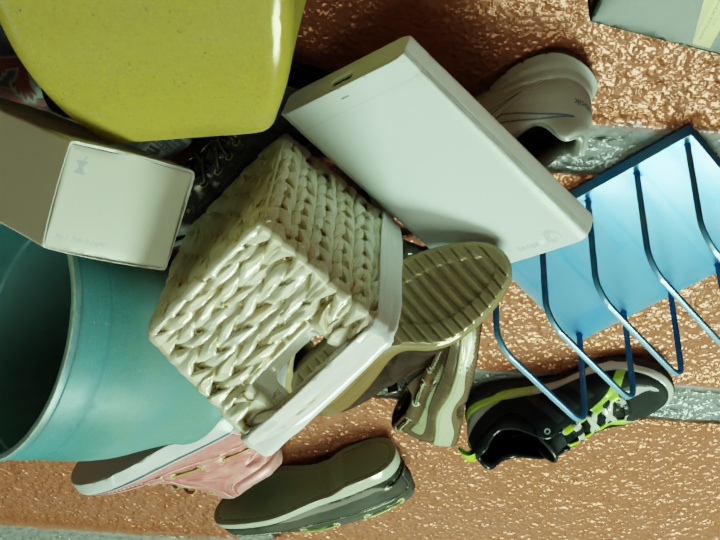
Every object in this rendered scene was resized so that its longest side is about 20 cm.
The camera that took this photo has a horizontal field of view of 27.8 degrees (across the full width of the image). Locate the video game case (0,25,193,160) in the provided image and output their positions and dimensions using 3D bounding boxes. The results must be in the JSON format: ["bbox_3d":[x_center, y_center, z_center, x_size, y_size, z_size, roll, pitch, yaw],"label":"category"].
[{"bbox_3d":[-0.262,-0.119,1.138,0.182,0.023,0.200,-32,124,30],"label":"video game case"}]

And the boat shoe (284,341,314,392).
[{"bbox_3d":[-0.070,0.081,1.278,0.066,0.074,0.201,0,138,0],"label":"boat shoe"}]

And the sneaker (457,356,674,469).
[{"bbox_3d":[0.186,0.140,1.309,0.199,0.083,0.072,-14,132,17],"label":"sneaker"}]

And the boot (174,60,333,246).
[{"bbox_3d":[-0.104,-0.096,1.105,0.199,0.070,0.175,0,139,-32],"label":"boot"}]

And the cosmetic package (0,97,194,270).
[{"bbox_3d":[-0.216,-0.067,1.000,0.103,0.199,0.074,13,98,-43],"label":"cosmetic package"}]

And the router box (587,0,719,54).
[{"bbox_3d":[0.257,-0.239,0.964,0.156,0.052,0.201,13,133,-9],"label":"router box"}]

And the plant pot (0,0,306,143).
[{"bbox_3d":[-0.120,-0.194,0.918,0.193,0.196,0.201,-4,125,8],"label":"plant pot"}]

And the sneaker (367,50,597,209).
[{"bbox_3d":[0.085,-0.091,1.095,0.199,0.087,0.074,-27,128,28],"label":"sneaker"}]

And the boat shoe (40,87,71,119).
[{"bbox_3d":[-0.134,-0.163,1.061,0.200,0.072,0.066,-25,167,6],"label":"boat shoe"}]

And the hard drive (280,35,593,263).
[{"bbox_3d":[0.055,-0.076,1.048,0.200,0.026,0.131,41,143,-26],"label":"hard drive"}]

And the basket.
[{"bbox_3d":[-0.058,0.009,1.027,0.123,0.200,0.136,42,109,-14],"label":"basket"}]

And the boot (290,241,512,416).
[{"bbox_3d":[0.037,0.044,1.144,0.199,0.166,0.073,-33,81,9],"label":"boot"}]

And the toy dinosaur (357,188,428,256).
[{"bbox_3d":[0.000,0.000,1.212,0.102,0.077,0.200,25,141,1],"label":"toy dinosaur"}]

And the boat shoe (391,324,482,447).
[{"bbox_3d":[0.061,0.084,1.273,0.074,0.075,0.203,9,134,2],"label":"boat shoe"}]

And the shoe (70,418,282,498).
[{"bbox_3d":[-0.174,0.187,1.387,0.199,0.072,0.091,-25,122,19],"label":"shoe"}]

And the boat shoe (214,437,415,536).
[{"bbox_3d":[-0.045,0.224,1.413,0.200,0.072,0.061,-19,125,18],"label":"boat shoe"}]

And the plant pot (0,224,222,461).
[{"bbox_3d":[-0.208,0.067,1.192,0.187,0.201,0.200,15,137,-40],"label":"plant pot"}]

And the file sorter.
[{"bbox_3d":[0.219,0.012,1.159,0.199,0.123,0.139,-30,125,28],"label":"file sorter"}]
